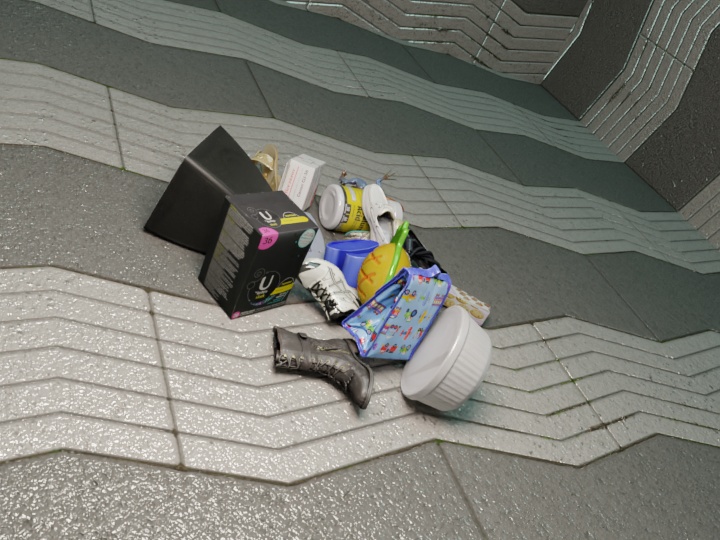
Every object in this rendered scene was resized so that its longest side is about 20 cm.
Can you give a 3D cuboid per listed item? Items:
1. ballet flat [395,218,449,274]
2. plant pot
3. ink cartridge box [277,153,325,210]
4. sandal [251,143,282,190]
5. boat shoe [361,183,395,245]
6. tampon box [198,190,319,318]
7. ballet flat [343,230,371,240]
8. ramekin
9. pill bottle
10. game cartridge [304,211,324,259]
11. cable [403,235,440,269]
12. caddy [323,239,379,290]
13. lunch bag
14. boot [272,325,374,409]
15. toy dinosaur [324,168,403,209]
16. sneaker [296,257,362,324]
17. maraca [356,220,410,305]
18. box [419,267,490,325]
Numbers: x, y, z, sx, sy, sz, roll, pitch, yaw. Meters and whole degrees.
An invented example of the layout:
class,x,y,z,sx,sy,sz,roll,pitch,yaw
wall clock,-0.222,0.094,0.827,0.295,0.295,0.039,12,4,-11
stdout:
class,x,y,z,sx,sy,sz,roll,pitch,yaw
ballet flat,0.148,-0.051,1.768,0.201,0.057,0.066,51,45,-7
plant pot,-0.304,-0.146,1.506,0.177,0.200,0.200,37,29,-9
ink cartridge box,-0.145,-0.207,1.722,0.067,0.118,0.200,20,16,2
sandal,-0.249,-0.260,1.809,0.069,0.078,0.213,14,38,-32
boat shoe,0.054,-0.129,1.715,0.070,0.069,0.203,3,61,-29
tampon box,-0.200,-0.034,1.394,0.149,0.202,0.126,-14,49,-47
ballet flat,0.051,-0.050,1.758,0.198,0.068,0.076,7,52,-35
ramekin,0.171,0.178,1.393,0.094,0.203,0.203,34,29,-11
pill bottle,0.004,-0.148,1.809,0.197,0.112,0.112,6,37,-31
game cartridge,-0.150,-0.076,1.657,0.131,0.041,0.201,10,35,-21
cable,0.143,0.022,1.607,0.200,0.050,0.165,51,29,-41
caddy,0.000,0.000,1.601,0.140,0.107,0.198,23,22,40
lunch bag,0.087,0.071,1.376,0.150,0.201,0.094,11,35,-50
boot,-0.077,0.178,1.320,0.172,0.070,0.200,11,24,-25
toy dinosaur,0.021,-0.186,1.905,0.180,0.106,0.200,31,45,14
sneaker,-0.055,0.054,1.465,0.199,0.075,0.088,37,34,-22
maraca,0.056,-0.006,1.472,0.106,0.203,0.137,24,-12,-11
box,0.216,0.062,1.723,0.198,0.042,0.039,30,31,1
